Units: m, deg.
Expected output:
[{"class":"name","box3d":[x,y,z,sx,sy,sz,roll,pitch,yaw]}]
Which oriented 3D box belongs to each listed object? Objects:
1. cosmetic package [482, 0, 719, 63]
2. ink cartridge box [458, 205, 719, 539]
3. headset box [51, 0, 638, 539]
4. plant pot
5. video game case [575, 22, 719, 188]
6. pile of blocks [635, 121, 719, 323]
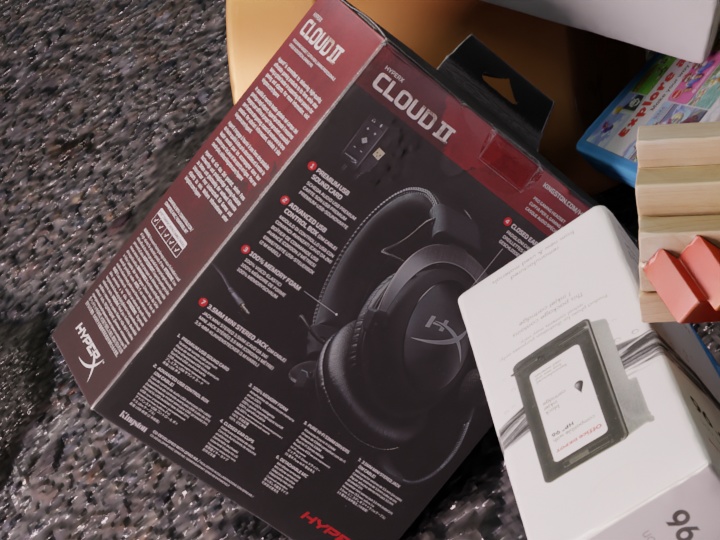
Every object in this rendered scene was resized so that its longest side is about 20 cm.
[{"class":"cosmetic package","box3d":[0.069,-0.213,0.929,0.198,0.201,0.123,17,53,8]},{"class":"ink cartridge box","box3d":[0.103,0.083,0.817,0.068,0.116,0.200,-32,31,12]},{"class":"headset box","box3d":[0.000,0.000,0.966,0.200,0.149,0.077,-52,30,5]},{"class":"plant pot","box3d":[0.043,-0.101,1.080,0.139,0.201,0.201,-4,42,20]},{"class":"video game case","box3d":[0.175,-0.073,0.909,0.143,0.018,0.200,-48,26,-4]},{"class":"pile of blocks","box3d":[0.177,0.010,0.779,0.062,0.199,0.082,-74,3,-56]}]
